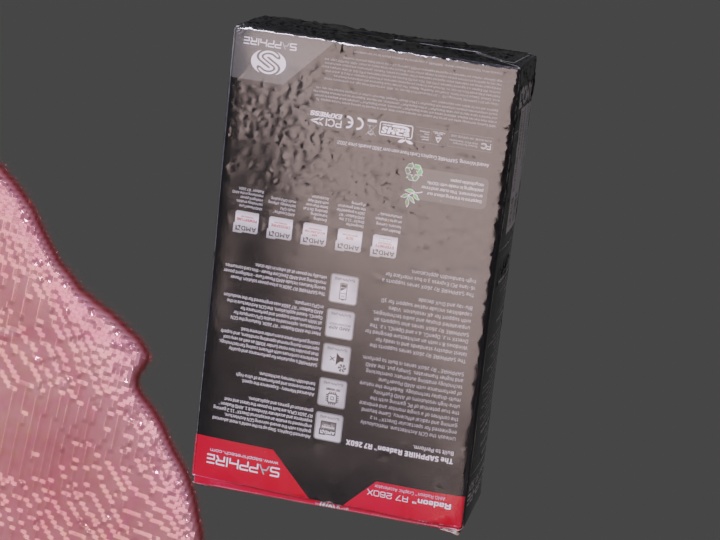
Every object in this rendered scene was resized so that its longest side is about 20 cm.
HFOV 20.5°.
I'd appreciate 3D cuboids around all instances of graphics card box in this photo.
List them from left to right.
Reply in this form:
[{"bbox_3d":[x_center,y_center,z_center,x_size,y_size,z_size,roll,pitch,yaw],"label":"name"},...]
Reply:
[{"bbox_3d":[0.000,0.000,0.845,0.124,0.051,0.202,9,105,13],"label":"graphics card box"}]
